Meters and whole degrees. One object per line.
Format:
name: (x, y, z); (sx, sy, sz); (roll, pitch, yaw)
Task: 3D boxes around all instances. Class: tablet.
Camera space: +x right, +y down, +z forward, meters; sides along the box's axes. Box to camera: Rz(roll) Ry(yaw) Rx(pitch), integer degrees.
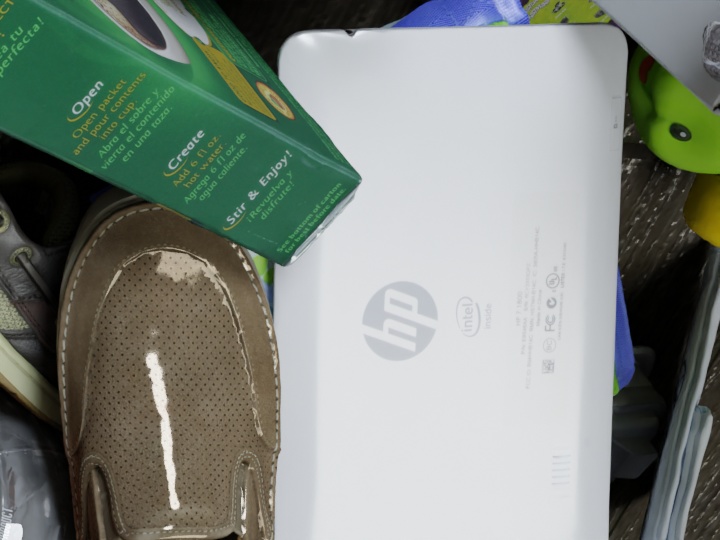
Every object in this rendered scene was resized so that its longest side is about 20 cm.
tablet: (0.031, 0.015, 0.969); (0.130, 0.014, 0.201); (-3, 102, -21)

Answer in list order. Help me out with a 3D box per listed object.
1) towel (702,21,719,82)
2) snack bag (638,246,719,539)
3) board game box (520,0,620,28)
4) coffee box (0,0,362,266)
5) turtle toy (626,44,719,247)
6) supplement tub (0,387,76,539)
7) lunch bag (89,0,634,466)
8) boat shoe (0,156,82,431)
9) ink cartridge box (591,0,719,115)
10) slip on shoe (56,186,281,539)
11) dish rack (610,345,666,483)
towel: (0.211, -0.030, 0.866); (0.086, 0.166, 0.200); (-48, 144, 16)
snack bag: (0.138, 0.119, 1.268); (0.189, 0.021, 0.200); (96, 9, -45)
board game box: (0.111, -0.162, 1.047); (0.200, 0.032, 0.120); (-41, 148, -2)
coffee box: (-0.095, -0.078, 0.854); (0.044, 0.123, 0.200); (-47, 146, 12)
turtle toy: (0.197, -0.060, 1.151); (0.200, 0.101, 0.146); (15, 107, -19)
supplement tub: (-0.129, 0.114, 1.019); (0.123, 0.123, 0.200); (-45, 145, 2)
lunch bag: (0.000, 0.000, 1.025); (0.170, 0.127, 0.200); (-32, 140, -14)
boat shoe: (-0.120, -0.006, 0.944); (0.065, 0.073, 0.200); (-41, 144, 2)
ink cartridge box: (0.159, -0.120, 0.989); (0.200, 0.145, 0.083); (3, 125, -45)
slip on shoe: (-0.063, 0.072, 0.923); (0.076, 0.061, 0.200); (0, 105, -11)
dish rack: (0.046, 0.107, 1.214); (0.172, 0.044, 0.200); (-50, 154, 25)
